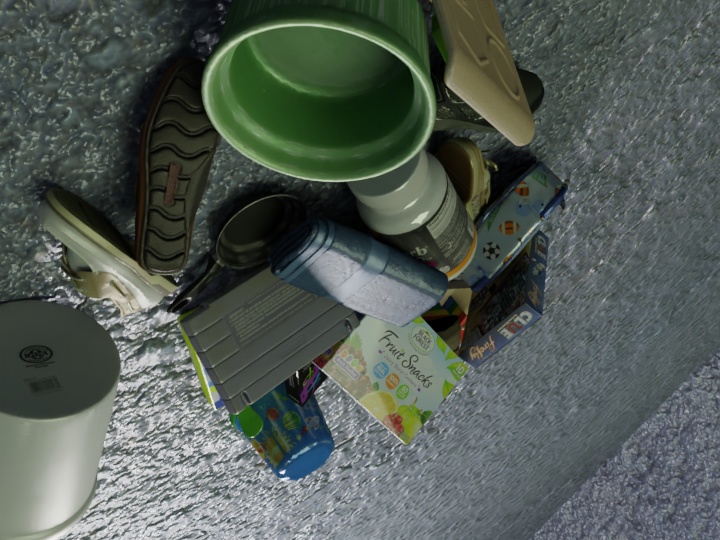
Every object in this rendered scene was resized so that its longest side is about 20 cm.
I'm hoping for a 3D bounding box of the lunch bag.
[{"bbox_3d":[0.215,-0.067,1.188,0.200,0.076,0.160,-48,175,19],"label":"lunch bag"}]

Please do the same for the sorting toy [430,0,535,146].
[{"bbox_3d":[0.100,-0.233,0.789,0.036,0.202,0.185,-19,159,28],"label":"sorting toy"}]

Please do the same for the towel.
[{"bbox_3d":[0.000,0.000,0.980,0.199,0.049,0.111,24,141,-28],"label":"towel"}]

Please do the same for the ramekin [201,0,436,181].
[{"bbox_3d":[-0.031,-0.175,0.721,0.197,0.099,0.201,4,150,2],"label":"ramekin"}]

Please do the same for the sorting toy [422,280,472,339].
[{"bbox_3d":[0.103,0.114,1.354,0.197,0.070,0.201,-1,133,-45],"label":"sorting toy"}]

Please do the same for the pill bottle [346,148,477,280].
[{"bbox_3d":[0.062,-0.075,1.004,0.116,0.117,0.200,-38,142,2],"label":"pill bottle"}]

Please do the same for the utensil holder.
[{"bbox_3d":[-0.342,0.155,0.855,0.169,0.170,0.201,-9,136,-39],"label":"utensil holder"}]

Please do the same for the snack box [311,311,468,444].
[{"bbox_3d":[0.041,0.124,1.130,0.143,0.053,0.200,-50,124,-8],"label":"snack box"}]

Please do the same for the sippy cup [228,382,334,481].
[{"bbox_3d":[-0.108,0.233,1.235,0.176,0.131,0.140,-13,141,-35],"label":"sippy cup"}]

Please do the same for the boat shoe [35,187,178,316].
[{"bbox_3d":[-0.255,-0.007,0.815,0.068,0.075,0.200,-39,149,-1],"label":"boat shoe"}]

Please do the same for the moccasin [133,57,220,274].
[{"bbox_3d":[-0.174,-0.099,0.779,0.073,0.078,0.203,-1,117,-23],"label":"moccasin"}]

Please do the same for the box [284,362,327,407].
[{"bbox_3d":[-0.055,0.084,1.138,0.143,0.036,0.201,-48,155,-28],"label":"box"}]

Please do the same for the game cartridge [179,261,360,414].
[{"bbox_3d":[-0.104,0.061,0.993,0.199,0.131,0.038,-33,-171,-30],"label":"game cartridge"}]

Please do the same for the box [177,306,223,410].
[{"bbox_3d":[-0.160,0.103,1.088,0.121,0.048,0.201,-27,147,-18],"label":"box"}]

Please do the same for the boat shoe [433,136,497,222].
[{"bbox_3d":[0.137,-0.121,1.083,0.063,0.073,0.200,-40,162,-12],"label":"boat shoe"}]

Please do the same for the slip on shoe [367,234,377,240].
[{"bbox_3d":[0.040,-0.003,1.149,0.200,0.073,0.062,46,61,-53],"label":"slip on shoe"}]

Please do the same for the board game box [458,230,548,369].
[{"bbox_3d":[0.210,0.035,1.205,0.135,0.034,0.201,-45,-167,35],"label":"board game box"}]

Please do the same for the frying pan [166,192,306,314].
[{"bbox_3d":[-0.137,-0.021,0.960,0.114,0.031,0.190,7,130,-51],"label":"frying pan"}]

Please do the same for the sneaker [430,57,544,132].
[{"bbox_3d":[0.155,-0.213,0.941,0.198,0.077,0.114,-8,162,-34],"label":"sneaker"}]

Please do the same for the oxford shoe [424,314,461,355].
[{"bbox_3d":[0.056,0.100,1.204,0.198,0.070,0.076,-7,116,-26],"label":"oxford shoe"}]
